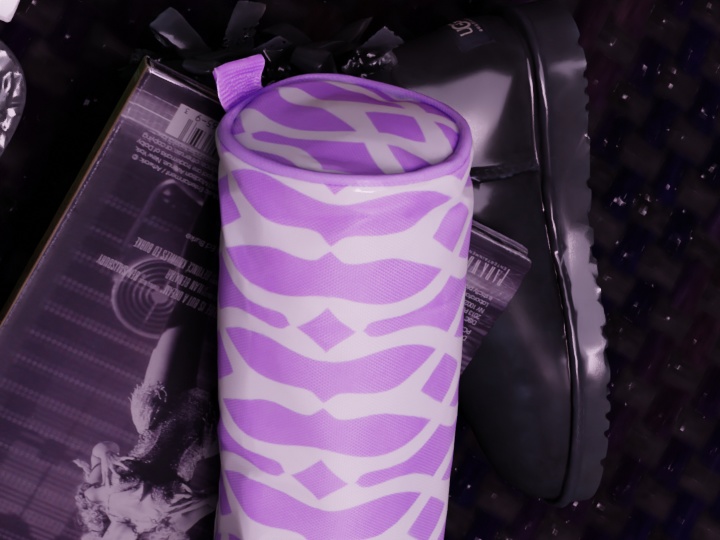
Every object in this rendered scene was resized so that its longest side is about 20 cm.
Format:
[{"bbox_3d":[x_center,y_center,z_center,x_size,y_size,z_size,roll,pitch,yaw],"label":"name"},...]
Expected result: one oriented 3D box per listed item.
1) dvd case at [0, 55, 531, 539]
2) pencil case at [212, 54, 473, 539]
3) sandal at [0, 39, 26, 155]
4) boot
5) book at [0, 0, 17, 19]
[{"bbox_3d":[-0.055,0.045,0.759,0.148,0.016,0.201,25,109,-21],"label":"dvd case"},{"bbox_3d":[-0.011,0.039,0.713,0.084,0.085,0.202,-19,125,-43],"label":"pencil case"},{"bbox_3d":[-0.200,-0.025,0.722,0.199,0.048,0.076,-32,108,-4],"label":"sandal"},{"bbox_3d":[0.000,0.001,0.791,0.161,0.073,0.200,-11,109,-14],"label":"boot"},{"bbox_3d":[-0.165,-0.167,0.610,0.199,0.048,0.135,19,92,-27],"label":"book"}]
